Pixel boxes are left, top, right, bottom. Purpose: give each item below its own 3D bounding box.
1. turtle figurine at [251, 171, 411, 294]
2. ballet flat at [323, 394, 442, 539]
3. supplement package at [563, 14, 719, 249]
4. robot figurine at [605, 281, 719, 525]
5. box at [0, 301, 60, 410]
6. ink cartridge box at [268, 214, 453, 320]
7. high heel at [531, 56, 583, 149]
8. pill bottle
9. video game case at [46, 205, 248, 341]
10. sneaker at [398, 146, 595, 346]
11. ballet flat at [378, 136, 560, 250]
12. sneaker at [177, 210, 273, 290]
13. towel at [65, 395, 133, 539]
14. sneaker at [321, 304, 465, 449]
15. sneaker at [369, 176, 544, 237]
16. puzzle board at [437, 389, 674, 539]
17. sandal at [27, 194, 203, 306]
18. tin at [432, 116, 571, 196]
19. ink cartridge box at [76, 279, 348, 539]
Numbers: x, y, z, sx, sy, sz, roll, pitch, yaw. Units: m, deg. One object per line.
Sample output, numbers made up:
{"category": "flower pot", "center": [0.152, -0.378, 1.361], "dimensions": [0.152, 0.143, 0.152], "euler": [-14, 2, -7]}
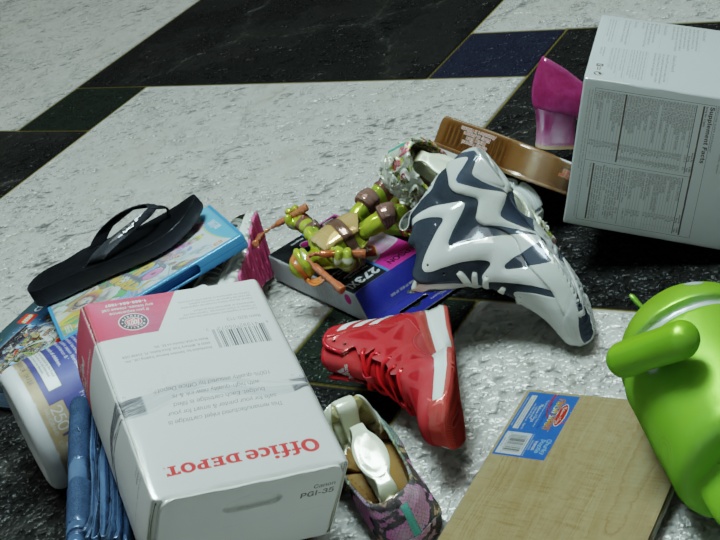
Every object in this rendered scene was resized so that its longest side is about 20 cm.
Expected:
{"category": "turtle figurine", "center": [-0.009, -0.034, 1.251], "dimensions": [0.161, 0.065, 0.200], "euler": [-36, 26, -11]}
{"category": "ballet flat", "center": [0.003, 0.142, 1.004], "dimensions": [0.069, 0.072, 0.200], "euler": [-26, 30, -11]}
{"category": "supplement package", "center": [0.302, -0.126, 1.188], "dimensions": [0.197, 0.152, 0.152], "euler": [10, 35, 12]}
{"category": "robot figurine", "center": [0.252, 0.090, 0.903], "dimensions": [0.174, 0.116, 0.201], "euler": [19, 31, -27]}
{"category": "box", "center": [-0.299, 0.068, 1.320], "dimensions": [0.135, 0.038, 0.200], "euler": [2, 34, 30]}
{"category": "ink cartridge box", "center": [0.000, 0.000, 1.294], "dimensions": [0.094, 0.037, 0.199], "euler": [-32, 35, -26]}
{"category": "high heel", "center": [0.276, -0.186, 1.381], "dimensions": [0.197, 0.097, 0.067], "euler": [-4, 19, -11]}
{"category": "pill bottle", "center": [-0.206, 0.098, 1.141], "dimensions": [0.198, 0.117, 0.116], "euler": [-27, 31, -19]}
{"category": "video game case", "center": [-0.216, 0.004, 1.283], "dimensions": [0.199, 0.018, 0.143], "euler": [-31, 22, -11]}
{"category": "sneaker", "center": [0.109, 0.005, 1.138], "dimensions": [0.129, 0.200, 0.079], "euler": [-37, -5, 15]}
{"category": "ballet flat", "center": [0.108, -0.060, 1.203], "dimensions": [0.198, 0.064, 0.076], "euler": [28, 58, -6]}
{"category": "sneaker", "center": [-0.144, 0.002, 1.320], "dimensions": [0.086, 0.074, 0.201], "euler": [-12, 28, 12]}
{"category": "towel", "center": [-0.197, 0.187, 0.987], "dimensions": [0.048, 0.113, 0.201], "euler": [-5, 28, -10]}
{"category": "sneaker", "center": [0.025, 0.094, 1.067], "dimensions": [0.114, 0.079, 0.200], "euler": [-8, 16, 4]}
{"category": "sneaker", "center": [0.079, -0.053, 1.301], "dimensions": [0.198, 0.079, 0.091], "euler": [2, 35, 28]}
{"category": "puzzle board", "center": [0.157, 0.160, 0.954], "dimensions": [0.149, 0.018, 0.200], "euler": [2, 33, 32]}
{"category": "sandal", "center": [-0.251, -0.026, 1.306], "dimensions": [0.198, 0.043, 0.076], "euler": [-27, 22, -1]}
{"category": "tin", "center": [0.158, -0.120, 1.356], "dimensions": [0.111, 0.042, 0.199], "euler": [20, 6, -38]}
{"category": "ink cartridge box", "center": [-0.115, 0.108, 0.946], "dimensions": [0.145, 0.084, 0.201], "euler": [-7, 43, -24]}
